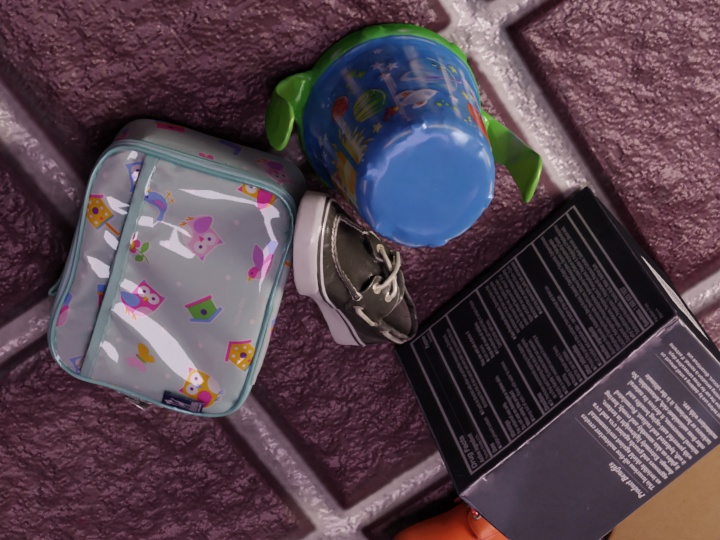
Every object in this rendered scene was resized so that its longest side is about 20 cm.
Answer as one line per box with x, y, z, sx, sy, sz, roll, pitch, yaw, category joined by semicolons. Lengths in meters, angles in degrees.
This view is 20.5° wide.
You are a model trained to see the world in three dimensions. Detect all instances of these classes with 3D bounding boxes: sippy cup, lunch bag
0.032;-0.085;1.378;0.177;0.130;0.140;-21;121;-2;sippy cup
-0.134;0.002;1.399;0.160;0.077;0.201;17;112;-4;lunch bag

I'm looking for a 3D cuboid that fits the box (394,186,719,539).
0.154;0.080;1.462;0.198;0.200;0.123;-39;121;10;box

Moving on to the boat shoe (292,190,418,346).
0.000;0.000;1.408;0.063;0.071;0.200;5;160;15;boat shoe

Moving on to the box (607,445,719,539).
0.280;0.226;1.579;0.163;0.021;0.201;24;92;11;box

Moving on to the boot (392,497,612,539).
0.104;0.184;1.586;0.199;0.075;0.108;-19;119;-13;boot

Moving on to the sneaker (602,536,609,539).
0.266;0.243;1.631;0.199;0.116;0.074;-12;123;-6;sneaker
